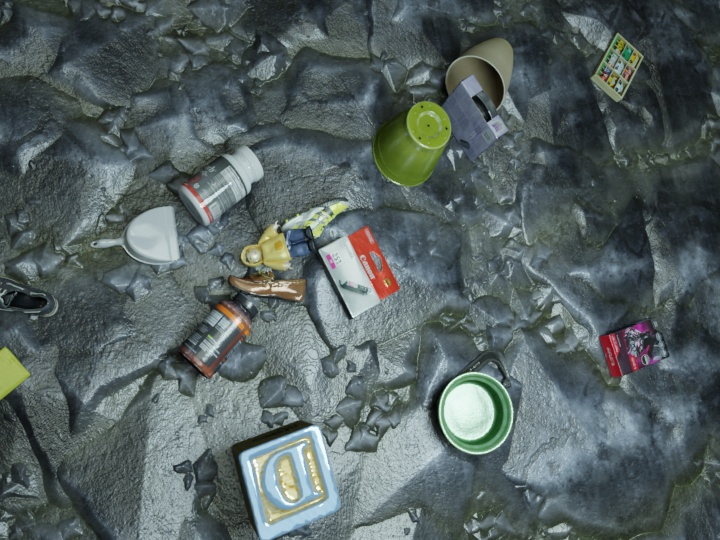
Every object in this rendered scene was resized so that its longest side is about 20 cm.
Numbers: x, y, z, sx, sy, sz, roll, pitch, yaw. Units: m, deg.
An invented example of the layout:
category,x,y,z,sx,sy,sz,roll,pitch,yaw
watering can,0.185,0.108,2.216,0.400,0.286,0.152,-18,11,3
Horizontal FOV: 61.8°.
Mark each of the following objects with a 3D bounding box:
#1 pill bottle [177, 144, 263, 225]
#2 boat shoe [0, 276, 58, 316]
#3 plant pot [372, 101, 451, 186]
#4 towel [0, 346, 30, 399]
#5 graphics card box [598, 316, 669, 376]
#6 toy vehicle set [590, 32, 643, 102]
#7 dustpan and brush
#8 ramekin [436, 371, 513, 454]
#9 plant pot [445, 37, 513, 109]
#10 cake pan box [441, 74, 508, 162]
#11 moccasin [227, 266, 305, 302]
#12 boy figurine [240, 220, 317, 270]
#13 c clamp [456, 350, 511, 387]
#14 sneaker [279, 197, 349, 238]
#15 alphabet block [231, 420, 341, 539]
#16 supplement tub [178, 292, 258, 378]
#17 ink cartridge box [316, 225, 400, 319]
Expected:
category,x,y,z,sx,sy,sz,roll,pitch,yaw
pill bottle,-0.344,-0.215,1.497,0.199,0.116,0.117,-42,93,-20
boat shoe,-0.780,0.054,1.337,0.195,0.063,0.075,16,75,-13
plant pot,0.153,-0.356,1.636,0.194,0.193,0.207,3,79,-16
towel,-0.831,0.266,1.308,0.200,0.018,0.087,-43,99,-21
graphics card box,0.824,0.229,1.807,0.195,0.051,0.129,-14,84,-20
toy vehicle set,0.855,-0.677,2.003,0.123,0.026,0.203,35,72,-8
dustpan and brush,-0.545,-0.077,1.448,0.195,0.057,0.144,-6,80,-25
ramekin,0.291,0.370,1.572,0.194,0.098,0.206,1,79,-3
plant pot,0.374,-0.592,1.772,0.187,0.187,0.201,41,57,-6
cake pan box,0.314,-0.426,1.697,0.052,0.200,0.186,-34,88,-15
moccasin,-0.231,0.030,1.500,0.196,0.074,0.080,9,91,-15
boy figurine,-0.211,-0.060,1.508,0.194,0.064,0.128,-13,89,1
c clamp,0.344,0.330,1.656,0.199,0.027,0.172,-40,88,-18
sneaker,-0.114,-0.130,1.581,0.196,0.075,0.078,-27,95,-9
alphabet block,-0.175,0.469,1.374,0.191,0.200,0.201,-13,83,-19
supplement tub,-0.332,0.150,1.435,0.107,0.107,0.201,42,71,-5
ink cartridge box,0.000,0.000,1.601,0.171,0.043,0.204,-28,89,-19
